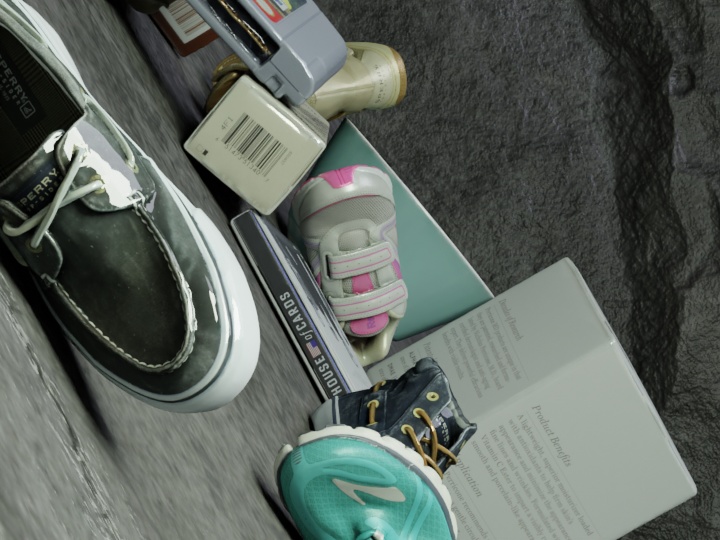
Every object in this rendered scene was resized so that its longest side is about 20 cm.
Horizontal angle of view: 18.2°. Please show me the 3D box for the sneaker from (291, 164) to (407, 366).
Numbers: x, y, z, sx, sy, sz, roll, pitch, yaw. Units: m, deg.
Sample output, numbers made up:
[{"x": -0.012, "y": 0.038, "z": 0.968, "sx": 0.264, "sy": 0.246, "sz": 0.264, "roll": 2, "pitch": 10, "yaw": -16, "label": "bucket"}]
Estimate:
[{"x": 0.000, "y": 0.000, "z": 1.713, "sx": 0.201, "sy": 0.081, "sz": 0.089, "roll": 79, "pitch": -7, "yaw": -52, "label": "sneaker"}]

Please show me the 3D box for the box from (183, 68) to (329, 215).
[{"x": -0.072, "y": -0.099, "z": 1.638, "sx": 0.082, "sy": 0.068, "sz": 0.200, "roll": 40, "pitch": 7, "yaw": -6, "label": "box"}]

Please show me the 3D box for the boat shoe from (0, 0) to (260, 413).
[{"x": -0.115, "y": -0.028, "z": 0.849, "sx": 0.200, "sy": 0.072, "sz": 0.071, "roll": 51, "pitch": 10, "yaw": 20, "label": "boat shoe"}]

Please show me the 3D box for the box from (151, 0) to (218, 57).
[{"x": -0.169, "y": -0.285, "z": 1.866, "sx": 0.201, "sy": 0.075, "sz": 0.100, "roll": 61, "pitch": 4, "yaw": 36, "label": "box"}]

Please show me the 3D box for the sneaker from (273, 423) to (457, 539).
[{"x": 0.023, "y": 0.163, "z": 1.126, "sx": 0.201, "sy": 0.077, "sz": 0.080, "roll": 59, "pitch": 13, "yaw": -21, "label": "sneaker"}]

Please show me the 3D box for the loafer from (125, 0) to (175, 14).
[{"x": -0.155, "y": -0.222, "z": 1.641, "sx": 0.076, "sy": 0.068, "sz": 0.200, "roll": 50, "pitch": 20, "yaw": 5, "label": "loafer"}]

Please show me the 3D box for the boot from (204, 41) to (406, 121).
[{"x": -0.082, "y": -0.149, "z": 1.859, "sx": 0.155, "sy": 0.199, "sz": 0.073, "roll": -19, "pitch": 110, "yaw": -48, "label": "boot"}]

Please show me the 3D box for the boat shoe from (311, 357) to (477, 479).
[{"x": 0.026, "y": 0.113, "z": 1.350, "sx": 0.071, "sy": 0.091, "sz": 0.200, "roll": 58, "pitch": 5, "yaw": -23, "label": "boat shoe"}]

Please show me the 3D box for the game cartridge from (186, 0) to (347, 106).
[{"x": -0.091, "y": -0.208, "z": 1.595, "sx": 0.200, "sy": 0.041, "sz": 0.133, "roll": 47, "pitch": 16, "yaw": -4, "label": "game cartridge"}]

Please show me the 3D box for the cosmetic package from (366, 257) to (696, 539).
[{"x": 0.135, "y": 0.130, "z": 1.817, "sx": 0.165, "sy": 0.199, "sz": 0.165, "roll": 59, "pitch": 4, "yaw": -26, "label": "cosmetic package"}]

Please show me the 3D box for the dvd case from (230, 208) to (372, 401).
[{"x": -0.023, "y": 0.059, "z": 1.601, "sx": 0.201, "sy": 0.025, "sz": 0.150, "roll": 62, "pitch": 4, "yaw": 14, "label": "dvd case"}]

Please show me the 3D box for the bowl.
[{"x": 0.013, "y": -0.018, "z": 1.889, "sx": 0.201, "sy": 0.105, "sz": 0.201, "roll": 50, "pitch": 1, "yaw": -1, "label": "bowl"}]
